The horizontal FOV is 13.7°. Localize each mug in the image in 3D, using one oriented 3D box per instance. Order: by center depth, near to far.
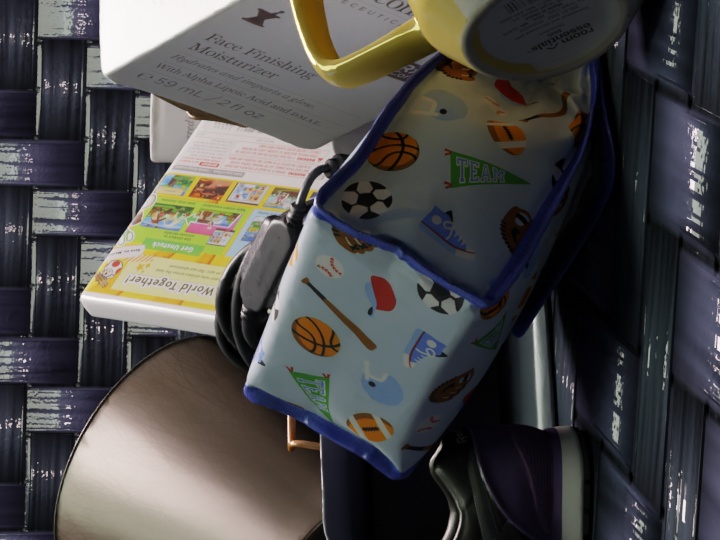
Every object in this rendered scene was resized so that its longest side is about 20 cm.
[{"bbox_3d":[0.065,-0.165,1.439,0.187,0.149,0.154,122,142,-48],"label":"mug"}]

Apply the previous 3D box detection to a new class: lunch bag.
[{"bbox_3d":[0.047,-0.021,1.517,0.200,0.124,0.170,-57,-4,-40],"label":"lunch bag"}]

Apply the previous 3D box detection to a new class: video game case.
[{"bbox_3d":[-0.058,-0.032,1.899,0.182,0.199,0.023,-57,-44,-28],"label":"video game case"}]

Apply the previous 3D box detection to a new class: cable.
[{"bbox_3d":[0.000,0.000,1.733,0.051,0.163,0.200,61,146,31],"label":"cable"}]

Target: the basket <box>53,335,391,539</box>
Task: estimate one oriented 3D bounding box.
[{"bbox_3d":[-0.066,0.152,1.802,0.200,0.136,0.181,25,84,46],"label":"basket"}]

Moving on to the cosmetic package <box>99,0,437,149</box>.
[{"bbox_3d":[-0.024,-0.193,1.682,0.200,0.164,0.166,-24,59,43],"label":"cosmetic package"}]

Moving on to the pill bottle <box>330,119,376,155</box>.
[{"bbox_3d":[0.013,-0.147,1.851,0.200,0.112,0.113,-98,13,-47],"label":"pill bottle"}]

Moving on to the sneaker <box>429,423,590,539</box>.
[{"bbox_3d":[0.068,0.179,1.532,0.076,0.087,0.201,142,129,-79],"label":"sneaker"}]

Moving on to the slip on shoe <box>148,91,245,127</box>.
[{"bbox_3d":[-0.082,-0.118,1.829,0.200,0.060,0.076,20,-135,-62],"label":"slip on shoe"}]

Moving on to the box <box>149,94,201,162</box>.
[{"bbox_3d":[-0.056,-0.197,2.066,0.199,0.171,0.201,-93,8,-59],"label":"box"}]

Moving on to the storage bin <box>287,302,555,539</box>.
[{"bbox_3d":[0.033,0.091,1.663,0.134,0.145,0.201,86,-178,-68],"label":"storage bin"}]
